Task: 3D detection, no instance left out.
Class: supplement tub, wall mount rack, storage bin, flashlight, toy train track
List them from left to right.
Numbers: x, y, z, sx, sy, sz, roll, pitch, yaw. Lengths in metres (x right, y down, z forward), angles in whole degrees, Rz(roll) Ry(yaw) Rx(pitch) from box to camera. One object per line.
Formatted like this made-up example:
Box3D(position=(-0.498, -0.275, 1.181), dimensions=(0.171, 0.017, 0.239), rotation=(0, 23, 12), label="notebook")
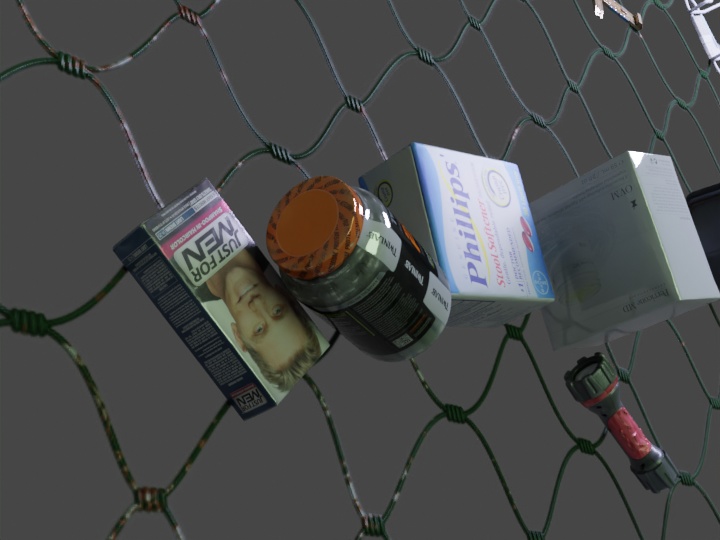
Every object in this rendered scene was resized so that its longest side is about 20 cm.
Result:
Box3D(position=(0.000, 0.000, 0.905), dimensions=(0.200, 0.121, 0.124), rotation=(43, 41, -51), label="supplement tub")
Box3D(position=(0.477, -0.511, 1.745), dimensions=(0.198, 0.032, 0.117), rotation=(22, 56, -37), label="toy train track")
Box3D(position=(0.349, 0.205, 1.224), dimensions=(0.201, 0.068, 0.068), rotation=(53, 42, -8), label="flashlight")
Box3D(position=(0.792, -0.528, 2.029), dimensions=(0.173, 0.074, 0.203), rotation=(-20, 84, -47), label="wall mount rack")
Box3D(position=(0.666, -0.040, 1.618), dimensions=(0.199, 0.145, 0.136), rotation=(35, 58, -25), label="storage bin")

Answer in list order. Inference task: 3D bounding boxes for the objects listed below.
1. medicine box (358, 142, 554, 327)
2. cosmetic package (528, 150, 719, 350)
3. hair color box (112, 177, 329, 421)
Box3D(position=(0.113, -0.035, 1.094), dimensions=(0.198, 0.102, 0.185), rotation=(4, 67, -44), label="medicine box")
Box3D(position=(0.332, -0.021, 1.227), dimensions=(0.122, 0.198, 0.203), rotation=(-3, 70, -45), label="cosmetic package")
Box3D(position=(-0.126, 0.026, 0.862), dimensions=(0.201, 0.060, 0.100), rotation=(54, 43, -9), label="hair color box")
